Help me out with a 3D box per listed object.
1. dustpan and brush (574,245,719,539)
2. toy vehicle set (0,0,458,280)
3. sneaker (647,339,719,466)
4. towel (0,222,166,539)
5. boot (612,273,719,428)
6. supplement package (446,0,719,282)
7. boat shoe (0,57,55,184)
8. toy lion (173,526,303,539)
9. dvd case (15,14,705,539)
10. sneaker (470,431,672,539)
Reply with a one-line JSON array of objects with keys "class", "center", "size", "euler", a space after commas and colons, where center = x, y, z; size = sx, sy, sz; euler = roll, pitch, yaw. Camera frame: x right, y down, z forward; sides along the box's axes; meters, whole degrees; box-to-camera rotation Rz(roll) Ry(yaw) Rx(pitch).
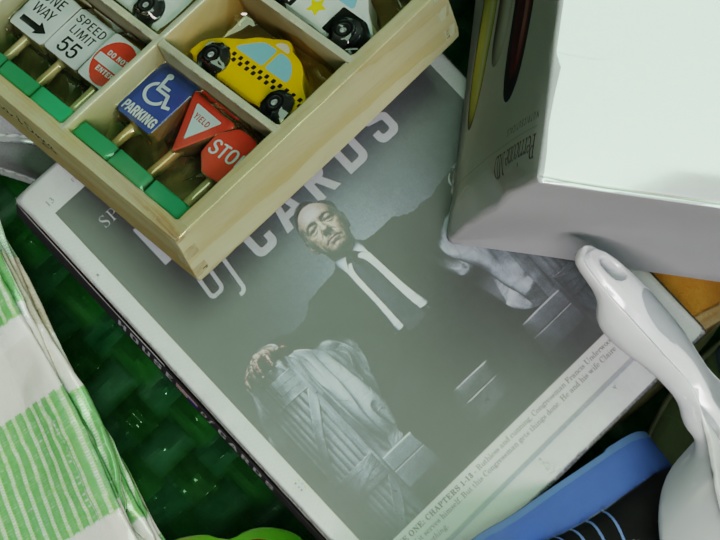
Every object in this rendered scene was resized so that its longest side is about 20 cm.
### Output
[{"class": "dustpan and brush", "center": [0.129, 0.072, 0.861], "size": [0.200, 0.057, 0.140], "euler": [42, 38, -10]}, {"class": "toy vehicle set", "center": [-0.077, -0.095, 0.902], "size": [0.124, 0.027, 0.200], "euler": [-44, 56, -12]}, {"class": "sneaker", "center": [0.169, 0.035, 0.949], "size": [0.067, 0.090, 0.200], "euler": [40, 79, 2]}, {"class": "towel", "center": [-0.172, 0.053, 0.920], "size": [0.152, 0.023, 0.201], "euler": [-31, 79, 11]}, {"class": "boot", "center": [0.092, -0.037, 0.973], "size": [0.201, 0.071, 0.144], "euler": [-42, 80, -13]}, {"class": "supplement package", "center": [0.119, -0.106, 0.818], "size": [0.146, 0.191, 0.202], "euler": [7, 84, -5]}, {"class": "boat shoe", "center": [-0.064, -0.030, 0.949], "size": [0.199, 0.070, 0.072], "euler": [9, 74, -7]}, {"class": "toy lion", "center": [-0.020, 0.175, 0.888], "size": [0.198, 0.069, 0.193], "euler": [2, 48, 3]}, {"class": "dvd case", "center": [0.000, 0.000, 0.903], "size": [0.150, 0.025, 0.200], "euler": [-43, 86, -11]}, {"class": "sneaker", "center": [0.066, 0.126, 0.864], "size": [0.078, 0.070, 0.200], "euler": [42, 47, 18]}]
